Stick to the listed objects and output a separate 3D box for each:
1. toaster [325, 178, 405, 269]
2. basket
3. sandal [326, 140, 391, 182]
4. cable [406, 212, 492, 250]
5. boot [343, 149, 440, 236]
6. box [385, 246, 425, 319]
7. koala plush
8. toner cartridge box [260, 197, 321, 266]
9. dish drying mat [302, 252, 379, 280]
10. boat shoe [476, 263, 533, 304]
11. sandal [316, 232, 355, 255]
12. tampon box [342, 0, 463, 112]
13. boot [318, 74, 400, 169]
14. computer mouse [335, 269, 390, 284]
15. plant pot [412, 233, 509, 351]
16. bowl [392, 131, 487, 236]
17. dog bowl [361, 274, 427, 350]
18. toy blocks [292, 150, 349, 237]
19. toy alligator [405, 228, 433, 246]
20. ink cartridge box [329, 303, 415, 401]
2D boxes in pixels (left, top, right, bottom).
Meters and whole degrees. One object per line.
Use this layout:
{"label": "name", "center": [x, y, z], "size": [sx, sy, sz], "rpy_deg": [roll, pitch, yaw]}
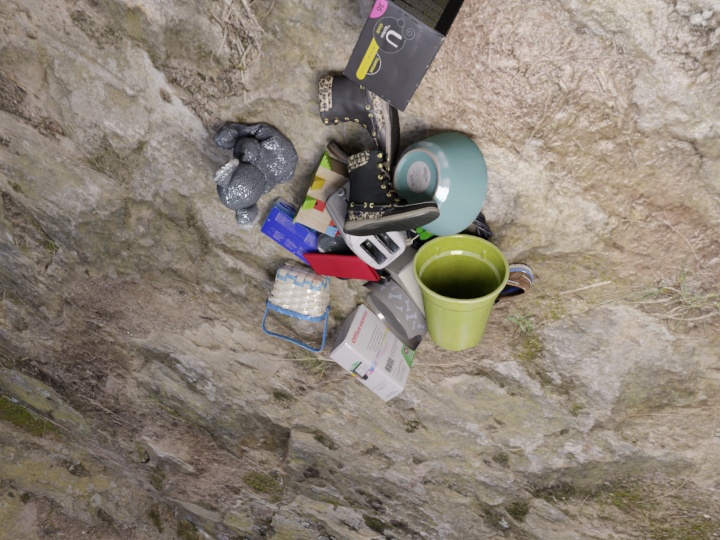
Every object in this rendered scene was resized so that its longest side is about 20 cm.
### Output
{"label": "toaster", "center": [0.017, -0.093, 1.359], "size": [0.112, 0.131, 0.200], "rpy_deg": [-35, 142, 9]}
{"label": "basket", "center": [-0.154, 0.092, 1.619], "size": [0.172, 0.139, 0.205], "rpy_deg": [19, 106, 8]}
{"label": "sandal", "center": [0.019, -0.222, 1.356], "size": [0.198, 0.082, 0.055], "rpy_deg": [37, 99, 5]}
{"label": "cable", "center": [0.190, -0.083, 1.398], "size": [0.194, 0.051, 0.167], "rpy_deg": [11, 131, 14]}
{"label": "boot", "center": [0.052, -0.154, 1.200], "size": [0.199, 0.159, 0.073], "rpy_deg": [-8, 166, 32]}
{"label": "box", "center": [0.146, 0.050, 1.483], "size": [0.202, 0.077, 0.095], "rpy_deg": [56, 172, -25]}
{"label": "koala plush", "center": [-0.244, -0.206, 1.383], "size": [0.179, 0.202, 0.181], "rpy_deg": [-2, 127, 24]}
{"label": "toner cartridge box", "center": [-0.138, -0.080, 1.549], "size": [0.198, 0.044, 0.095], "rpy_deg": [35, 132, -7]}
{"label": "dish drying mat", "center": [-0.046, -0.011, 1.485], "size": [0.196, 0.018, 0.077], "rpy_deg": [6, 144, 42]}
{"label": "boat shoe", "center": [0.288, 0.038, 1.439], "size": [0.196, 0.073, 0.073], "rpy_deg": [-17, 120, 33]}
{"label": "sandal", "center": [-0.005, -0.048, 1.484], "size": [0.194, 0.048, 0.078], "rpy_deg": [4, 112, 1]}
{"label": "tampon box", "center": [0.077, -0.401, 1.081], "size": [0.124, 0.202, 0.151], "rpy_deg": [30, 133, -4]}
{"label": "boot", "center": [-0.001, -0.304, 1.283], "size": [0.146, 0.074, 0.205], "rpy_deg": [3, 125, 20]}
{"label": "computer mouse", "center": [0.000, 0.000, 1.510], "size": [0.197, 0.058, 0.035], "rpy_deg": [9, 124, 47]}
{"label": "plant pot", "center": [0.206, 0.061, 1.353], "size": [0.194, 0.203, 0.188], "rpy_deg": [11, 134, 15]}
{"label": "bowl", "center": [0.137, -0.171, 1.240], "size": [0.197, 0.103, 0.208], "rpy_deg": [2, 93, 43]}
{"label": "dog bowl", "center": [0.084, 0.095, 1.519], "size": [0.201, 0.058, 0.201], "rpy_deg": [49, 170, 11]}
{"label": "toy blocks", "center": [-0.057, -0.156, 1.427], "size": [0.134, 0.101, 0.202], "rpy_deg": [22, 125, -13]}
{"label": "toy alligator", "center": [0.154, -0.102, 1.335], "size": [0.197, 0.058, 0.056], "rpy_deg": [-20, 79, 42]}
{"label": "ink cartridge box", "center": [0.033, 0.210, 1.643], "size": [0.199, 0.146, 0.084], "rpy_deg": [39, 132, -12]}
